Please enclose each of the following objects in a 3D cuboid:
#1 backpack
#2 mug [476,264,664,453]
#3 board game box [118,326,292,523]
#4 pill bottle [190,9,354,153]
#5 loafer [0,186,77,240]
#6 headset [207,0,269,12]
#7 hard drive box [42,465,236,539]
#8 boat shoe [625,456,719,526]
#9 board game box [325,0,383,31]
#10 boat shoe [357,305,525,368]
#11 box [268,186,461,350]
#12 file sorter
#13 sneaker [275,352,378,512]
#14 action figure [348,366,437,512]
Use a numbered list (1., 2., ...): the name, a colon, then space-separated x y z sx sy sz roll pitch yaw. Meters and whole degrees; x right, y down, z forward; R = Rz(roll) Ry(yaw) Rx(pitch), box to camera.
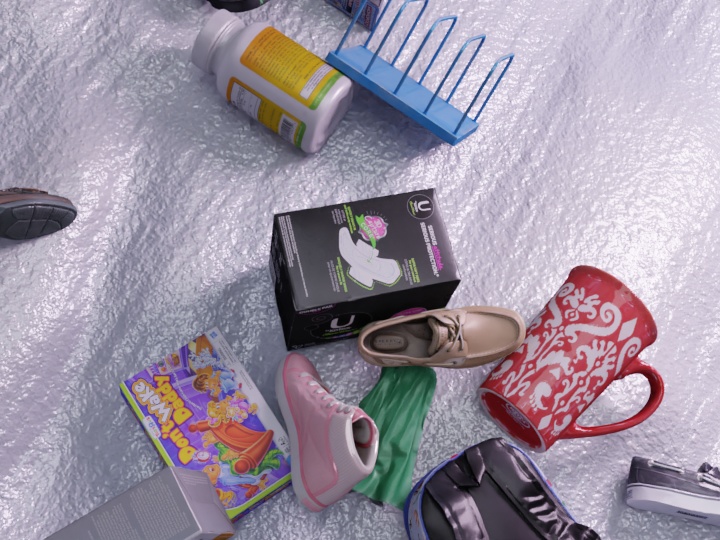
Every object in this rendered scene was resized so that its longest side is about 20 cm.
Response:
1. backpack: 0.143 0.290 1.198 0.198 0.154 0.192 -25 84 -24
2. mug: 0.257 0.120 1.289 0.177 0.134 0.200 36 70 30
3. board game box: -0.170 0.185 1.254 0.134 0.045 0.201 -31 75 -18
4. pill bottle: -0.116 -0.249 1.402 0.199 0.111 0.111 34 67 6
5. loafer: -0.431 -0.076 1.278 0.199 0.072 0.063 -10 61 -44
6. headset: -0.192 -0.427 1.468 0.199 0.094 0.124 27 73 27
7. hard drive box: -0.244 0.287 1.118 0.199 0.156 0.077 -30 75 -1
8. boat shoe: 0.417 0.263 1.295 0.197 0.072 0.069 10 68 4
9. board game box: -0.007 -0.444 1.524 0.199 0.062 0.200 -38 79 -20
10. boat shoe: 0.094 0.080 1.252 0.197 0.065 0.072 -8 83 1
11. box: 0.000 0.000 1.296 0.197 0.149 0.126 -10 69 -11
12. file sorter: 0.083 -0.274 1.402 0.199 0.123 0.139 35 23 7
13. sneaker: -0.032 0.163 1.227 0.104 0.075 0.202 -33 45 22
14. action figure: 0.038 0.173 1.283 0.117 0.055 0.202 23 71 4
